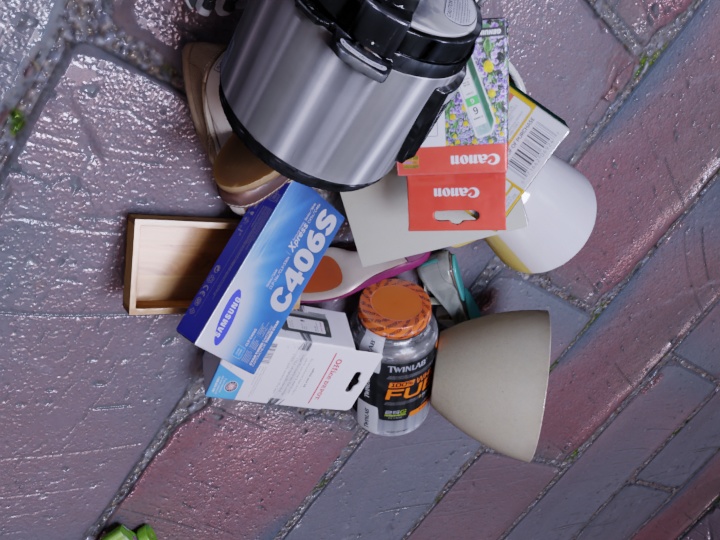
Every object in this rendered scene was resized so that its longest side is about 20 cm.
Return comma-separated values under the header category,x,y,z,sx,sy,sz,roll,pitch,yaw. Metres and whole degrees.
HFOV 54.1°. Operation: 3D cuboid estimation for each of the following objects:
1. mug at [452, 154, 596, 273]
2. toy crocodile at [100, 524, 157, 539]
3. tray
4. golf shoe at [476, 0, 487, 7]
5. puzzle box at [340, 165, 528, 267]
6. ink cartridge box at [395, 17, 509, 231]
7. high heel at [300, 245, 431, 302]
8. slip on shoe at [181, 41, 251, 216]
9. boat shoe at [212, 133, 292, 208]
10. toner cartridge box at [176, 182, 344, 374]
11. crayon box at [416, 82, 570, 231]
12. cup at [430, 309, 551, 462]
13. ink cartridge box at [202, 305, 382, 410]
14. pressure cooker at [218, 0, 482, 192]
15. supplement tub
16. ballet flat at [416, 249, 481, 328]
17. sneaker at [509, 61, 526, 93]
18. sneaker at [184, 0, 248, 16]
category,x,y,z,sx,sy,sz,roll,pitch,yaw
mug,0.180,-0.079,0.870,0.187,0.150,0.152,-48,139,14
toy crocodile,-0.316,0.434,1.036,0.067,0.062,0.202,-28,134,-10
tray,-0.157,-0.007,0.781,0.197,0.037,0.101,0,104,-33
golf shoe,0.102,-0.337,0.674,0.093,0.078,0.203,16,100,-27
puzzle box,0.077,-0.090,0.787,0.197,0.025,0.135,-13,105,15
ink cartridge box,0.088,-0.130,0.674,0.107,0.050,0.204,0,108,13
high heel,0.000,0.000,0.899,0.197,0.069,0.096,-18,166,1
slip on shoe,-0.132,-0.136,0.700,0.077,0.060,0.201,-58,161,-27
boat shoe,-0.070,-0.121,0.682,0.201,0.069,0.071,-55,157,-36
toner cartridge box,-0.103,0.001,0.755,0.095,0.043,0.202,37,80,-46
crayon box,0.094,-0.151,0.721,0.198,0.052,0.127,34,112,-2
cup,0.171,0.144,0.961,0.140,0.202,0.203,9,129,9
ink cartridge box,-0.085,0.106,0.883,0.197,0.068,0.117,12,126,-26
pressure cooker,-0.004,-0.183,0.547,0.177,0.177,0.201,-13,152,-43
supplement tub,0.043,0.119,0.968,0.121,0.123,0.203,-17,132,-20
ballet flat,0.130,0.044,1.018,0.063,0.068,0.201,-14,137,16
sneaker,0.116,-0.234,0.765,0.198,0.071,0.074,19,114,-38
sneaker,-0.083,-0.263,0.618,0.198,0.082,0.075,-7,146,-53
